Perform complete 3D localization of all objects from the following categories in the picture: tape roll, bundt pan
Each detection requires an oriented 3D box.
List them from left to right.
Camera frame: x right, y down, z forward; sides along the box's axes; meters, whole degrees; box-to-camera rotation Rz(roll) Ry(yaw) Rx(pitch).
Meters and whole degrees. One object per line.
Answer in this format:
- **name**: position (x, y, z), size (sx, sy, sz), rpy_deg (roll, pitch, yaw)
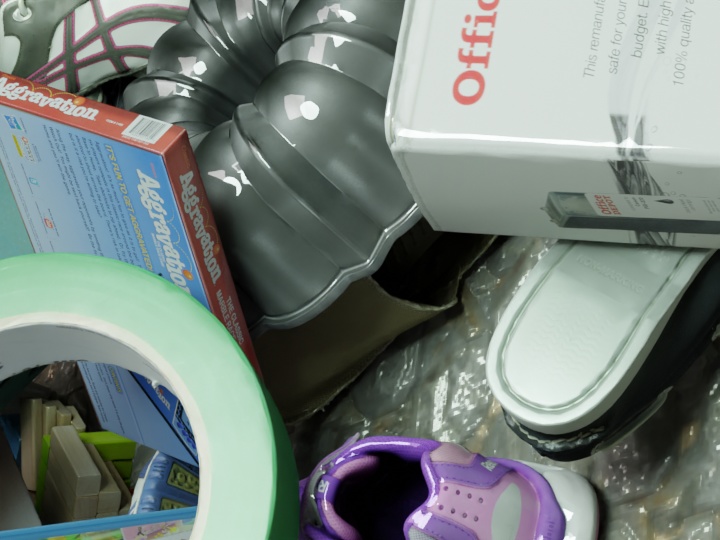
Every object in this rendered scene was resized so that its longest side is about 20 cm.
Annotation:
- **tape roll**: position (-0.125, 0.094, 0.861), size (0.198, 0.048, 0.202), rpy_deg (-4, 68, 10)
- **bundt pan**: position (-0.040, -0.072, 0.970), size (0.201, 0.076, 0.203), rpy_deg (-34, 35, 28)

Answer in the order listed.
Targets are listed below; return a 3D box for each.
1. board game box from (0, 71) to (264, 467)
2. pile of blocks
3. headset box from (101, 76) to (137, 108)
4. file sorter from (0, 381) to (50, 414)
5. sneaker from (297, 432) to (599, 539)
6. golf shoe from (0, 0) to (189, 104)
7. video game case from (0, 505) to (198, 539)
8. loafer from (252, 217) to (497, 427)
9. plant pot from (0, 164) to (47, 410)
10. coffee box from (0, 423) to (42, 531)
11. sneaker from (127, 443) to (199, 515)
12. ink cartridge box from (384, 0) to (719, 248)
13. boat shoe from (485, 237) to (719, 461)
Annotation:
- **board game box**: position (-0.094, 0.009, 0.934), size (0.102, 0.201, 0.019), rpy_deg (19, 51, 32)
- **pile of blocks**: position (-0.146, 0.103, 1.116), size (0.200, 0.062, 0.083), rpy_deg (-176, 85, -64)
- **headset box**: position (-0.109, -0.058, 1.167), size (0.199, 0.077, 0.150), rpy_deg (9, 76, 57)
- **file sorter**: position (-0.287, 0.127, 1.201), size (0.124, 0.139, 0.201), rpy_deg (20, 84, 22)
- **sneaker**: position (0.004, 0.103, 0.898), size (0.199, 0.088, 0.081), rpy_deg (-12, 61, 52)
- **golf shoe**: position (-0.137, -0.134, 1.112), size (0.200, 0.088, 0.078), rpy_deg (-44, 36, 24)
- **video game case**: position (-0.094, 0.197, 0.886), size (0.018, 0.142, 0.201), rpy_deg (124, 136, -55)
- **loafer**: position (0.000, 0.000, 0.980), size (0.200, 0.076, 0.068), rpy_deg (-52, 29, 20)
- **plant pot**: position (-0.230, -0.028, 1.085), size (0.141, 0.200, 0.142), rpy_deg (-46, -8, -31)
- **coffee box**: position (-0.203, 0.153, 1.026), size (0.114, 0.201, 0.080), rpy_deg (-30, 35, -20)
- **sneaker**: position (-0.096, 0.168, 1.009), size (0.088, 0.075, 0.202), rpy_deg (-31, 44, 45)
- **ink cartridge box**: position (0.120, -0.087, 0.776), size (0.198, 0.085, 0.147), rpy_deg (5, 69, 16)
- **boat shoe**: position (0.121, -0.015, 0.826), size (0.200, 0.060, 0.076), rpy_deg (-46, 63, -7)
